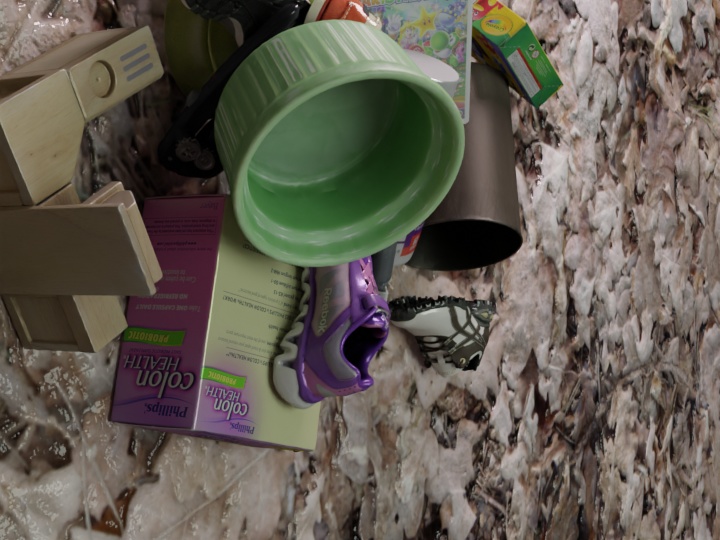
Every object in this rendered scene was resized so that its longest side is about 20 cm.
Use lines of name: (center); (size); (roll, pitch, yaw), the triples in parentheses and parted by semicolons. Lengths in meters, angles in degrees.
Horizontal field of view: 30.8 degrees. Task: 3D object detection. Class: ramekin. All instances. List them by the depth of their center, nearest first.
ramekin: (-0.024, -0.108, 1.079); (0.200, 0.200, 0.098); (42, 14, -48)

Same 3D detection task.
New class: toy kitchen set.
toy kitchen set: (-0.183, -0.064, 1.003); (0.180, 0.163, 0.200); (-44, 126, -47)

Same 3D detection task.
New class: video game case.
video game case: (0.045, -0.234, 1.320); (0.143, 0.018, 0.200); (-10, 120, -17)

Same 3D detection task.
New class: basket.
basket: (0.109, -0.120, 1.467); (0.136, 0.180, 0.200); (9, 70, -18)

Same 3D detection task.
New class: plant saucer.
plant saucer: (-0.088, -0.229, 1.192); (0.200, 0.031, 0.200); (-25, 130, -34)

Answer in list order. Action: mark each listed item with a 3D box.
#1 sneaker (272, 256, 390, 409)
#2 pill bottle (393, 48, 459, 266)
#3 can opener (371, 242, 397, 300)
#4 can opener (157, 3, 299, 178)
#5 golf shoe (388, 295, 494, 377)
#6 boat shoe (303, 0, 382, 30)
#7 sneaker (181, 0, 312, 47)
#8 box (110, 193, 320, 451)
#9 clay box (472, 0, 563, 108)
sneaker: (-0.009, 0.027, 1.162); (0.080, 0.088, 0.201); (35, 60, -50)
pill bottle: (0.028, -0.113, 1.301); (0.111, 0.111, 0.200); (-22, 137, -54)
can opener: (0.000, 0.000, 1.252); (0.067, 0.053, 0.200); (-40, 145, -57)
can opener: (-0.107, -0.152, 1.117); (0.063, 0.200, 0.079); (28, 37, -21)
golf shoe: (0.097, 0.076, 1.506); (0.200, 0.078, 0.095); (9, 83, -55)
boat shoe: (-0.007, -0.203, 1.187); (0.200, 0.062, 0.071); (40, 75, -85)
sneaker: (-0.101, -0.238, 1.095); (0.079, 0.074, 0.200); (56, 9, 22)
box: (-0.115, 0.051, 1.168); (0.176, 0.097, 0.201); (21, 72, -55)
clay box: (0.143, -0.279, 1.515); (0.048, 0.200, 0.115); (-42, 135, 0)
